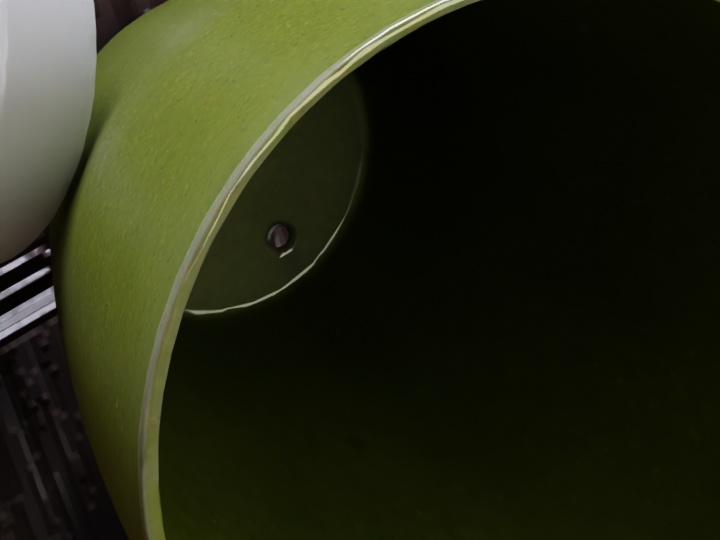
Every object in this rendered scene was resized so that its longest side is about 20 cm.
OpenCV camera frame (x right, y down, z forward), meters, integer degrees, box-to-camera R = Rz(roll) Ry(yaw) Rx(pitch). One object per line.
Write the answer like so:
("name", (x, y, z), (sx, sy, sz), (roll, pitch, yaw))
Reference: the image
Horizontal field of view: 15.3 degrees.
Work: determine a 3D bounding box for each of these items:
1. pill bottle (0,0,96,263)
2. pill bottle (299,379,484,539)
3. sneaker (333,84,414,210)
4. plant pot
("pill bottle", (-0.166, -0.052, 0.585), (0.199, 0.114, 0.115), (3, 92, -39))
("pill bottle", (0.005, 0.101, 0.736), (0.200, 0.115, 0.116), (-39, 117, -30))
("sneaker", (0.071, -0.073, 0.773), (0.200, 0.074, 0.081), (-38, 110, -4))
("plant pot", (0.000, 0.000, 0.650), (0.186, 0.200, 0.188), (-8, 110, -23))
